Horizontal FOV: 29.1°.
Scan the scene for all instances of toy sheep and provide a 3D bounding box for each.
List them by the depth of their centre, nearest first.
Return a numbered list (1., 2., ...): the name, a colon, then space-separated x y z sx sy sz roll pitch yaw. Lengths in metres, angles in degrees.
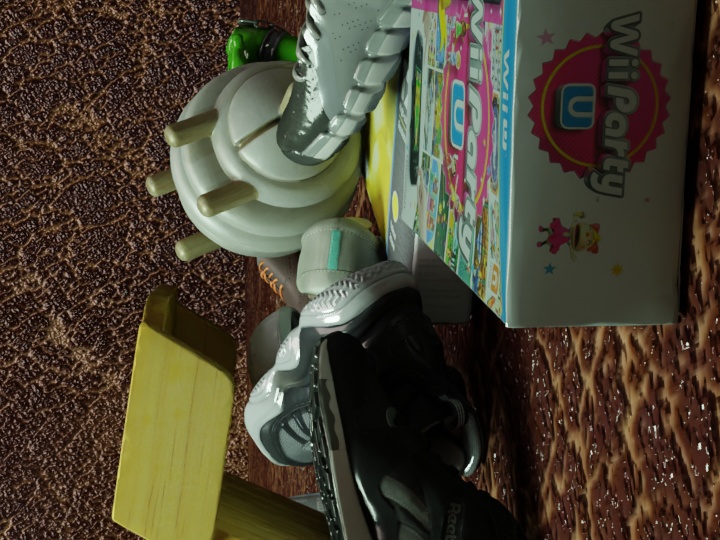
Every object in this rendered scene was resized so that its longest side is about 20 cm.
1. toy sheep: -0.063 -0.072 0.902 0.200 0.138 0.138 144 126 -68

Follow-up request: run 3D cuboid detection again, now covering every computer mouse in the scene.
1. computer mouse: -0.048 0.076 0.995 0.200 0.044 0.110 58 -158 -69

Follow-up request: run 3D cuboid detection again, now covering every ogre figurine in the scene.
1. ogre figurine: -0.044 -0.128 1.088 0.200 0.120 0.098 -113 28 -66

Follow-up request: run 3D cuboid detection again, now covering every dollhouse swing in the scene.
1. dollhouse swing: -0.073 0.116 0.975 0.200 0.175 0.182 -137 56 -85

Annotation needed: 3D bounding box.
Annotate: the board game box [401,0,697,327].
1. board game box: 0.064 -0.074 0.530 0.200 0.064 0.148 -126 36 -75

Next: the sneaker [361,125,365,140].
1. sneaker: -0.010 -0.187 0.922 0.075 0.099 0.200 -138 47 -78

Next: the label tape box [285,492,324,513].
1. label tape box: -0.027 0.291 1.072 0.200 0.066 0.144 -101 3 -58

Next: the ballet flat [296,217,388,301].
1. ballet flat: 0.000 0.000 0.905 0.200 0.067 0.064 46 -134 -82

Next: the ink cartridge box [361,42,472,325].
1. ink cartridge box: 0.036 -0.104 0.795 0.198 0.047 0.200 -102 12 -59

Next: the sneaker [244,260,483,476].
1. sneaker: 0.001 0.089 0.768 0.114 0.075 0.200 57 149 20

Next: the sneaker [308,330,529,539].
1. sneaker: 0.031 0.120 0.656 0.076 0.087 0.200 97 160 -65

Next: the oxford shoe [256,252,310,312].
1. oxford shoe: -0.072 0.013 1.453 0.200 0.072 0.071 -99 13 -47

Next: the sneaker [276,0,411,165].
1. sneaker: -0.023 -0.152 0.725 0.200 0.115 0.075 -54 23 31
